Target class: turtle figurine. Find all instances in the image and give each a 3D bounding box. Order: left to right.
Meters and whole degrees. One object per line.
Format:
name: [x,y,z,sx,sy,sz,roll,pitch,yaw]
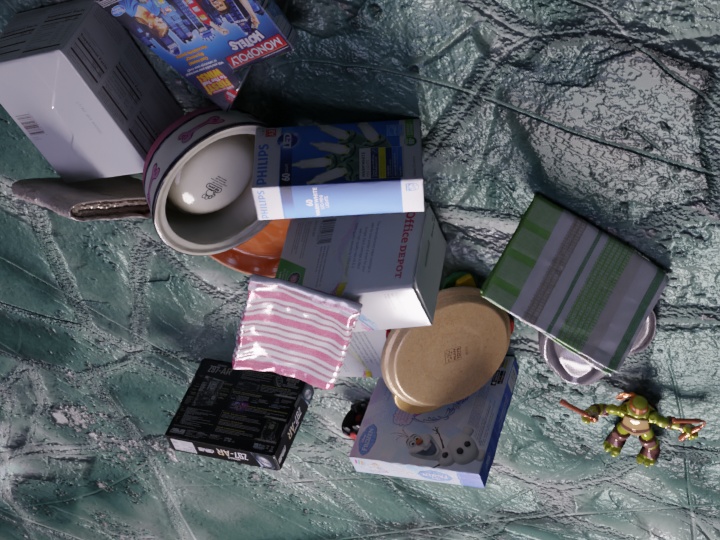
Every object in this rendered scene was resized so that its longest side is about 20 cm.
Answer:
turtle figurine: [0.381,0.214,1.762,0.199,0.065,0.161,5,149,10]

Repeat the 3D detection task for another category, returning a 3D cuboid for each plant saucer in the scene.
plant saucer: [-0.160,-0.067,1.732,0.199,0.032,0.201,14,143,11]

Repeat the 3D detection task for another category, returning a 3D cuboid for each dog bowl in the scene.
dog bowl: [-0.184,-0.119,1.559,0.074,0.200,0.201,49,159,35]

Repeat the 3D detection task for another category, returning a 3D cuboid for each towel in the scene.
towel: [-0.350,-0.098,1.665,0.132,0.200,0.035,19,107,36]
towel: [-0.085,0.083,1.592,0.146,0.030,0.200,14,143,-4]
towel: [0.262,0.018,1.527,0.200,0.150,0.031,31,175,-7]

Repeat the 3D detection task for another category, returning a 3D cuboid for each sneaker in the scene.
sneaker: [0.066,0.251,1.979,0.200,0.071,0.098,-13,130,43]

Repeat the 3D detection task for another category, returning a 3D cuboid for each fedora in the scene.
fedora: [0.291,0.085,1.623,0.176,0.091,0.200,16,144,10]

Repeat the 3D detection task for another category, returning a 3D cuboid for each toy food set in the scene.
toy food set: [0.118,0.103,1.696,0.197,0.049,0.200,-29,127,-4]

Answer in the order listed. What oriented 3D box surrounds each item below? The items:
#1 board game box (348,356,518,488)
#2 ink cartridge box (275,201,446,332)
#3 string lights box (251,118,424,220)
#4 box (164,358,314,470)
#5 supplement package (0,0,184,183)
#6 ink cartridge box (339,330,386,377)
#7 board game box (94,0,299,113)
board game box: [0.108,0.206,1.787,0.198,0.200,0.043,4,141,25]
ink cartridge box: [0.000,0.000,1.606,0.199,0.146,0.088,-8,137,23]
string lights box: [-0.025,-0.120,1.478,0.199,0.103,0.059,-3,140,3]
box: [-0.196,0.232,2.024,0.199,0.161,0.044,7,140,20]
supplement package: [-0.351,-0.225,1.568,0.155,0.111,0.200,-4,136,32]
ink cartridge box: [0.002,0.081,1.786,0.199,0.083,0.146,-1,137,30]
board game box: [-0.168,-0.283,1.436,0.199,0.062,0.200,-11,133,38]
